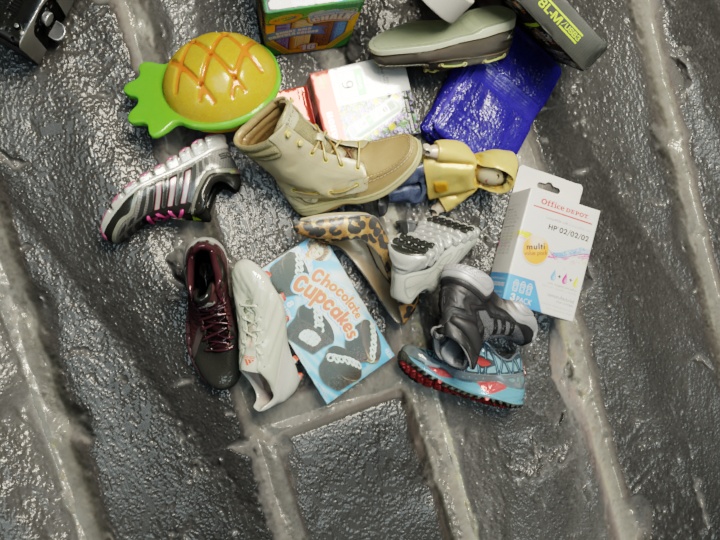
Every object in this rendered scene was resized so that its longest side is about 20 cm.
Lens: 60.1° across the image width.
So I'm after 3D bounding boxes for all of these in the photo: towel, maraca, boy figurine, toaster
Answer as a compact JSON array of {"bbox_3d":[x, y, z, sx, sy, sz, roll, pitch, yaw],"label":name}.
[{"bbox_3d":[0.188,-0.244,0.880,0.146,0.050,0.203,31,86,-9],"label":"towel"},{"bbox_3d":[-0.196,-0.230,0.779,0.196,0.108,0.140,-15,64,-5],"label":"maraca"},{"bbox_3d":[0.115,-0.121,0.842,0.195,0.126,0.065,-6,49,1],"label":"boy figurine"},{"bbox_3d":[-0.427,-0.370,0.727,0.197,0.119,0.184,28,86,-10],"label":"toaster"}]

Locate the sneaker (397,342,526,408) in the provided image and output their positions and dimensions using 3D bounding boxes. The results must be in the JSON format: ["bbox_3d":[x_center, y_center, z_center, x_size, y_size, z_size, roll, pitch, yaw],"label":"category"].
[{"bbox_3d":[0.143,0.128,0.879,0.196,0.079,0.098,19,74,-16],"label":"sneaker"}]

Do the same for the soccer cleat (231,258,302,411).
[{"bbox_3d":[-0.128,0.086,0.789,0.077,0.068,0.204,-36,122,-42],"label":"soccer cleat"}]

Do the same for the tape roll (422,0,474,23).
[{"bbox_3d":[0.062,-0.391,0.750,0.037,0.203,0.204,-36,100,27],"label":"tape roll"}]

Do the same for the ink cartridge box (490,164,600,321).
[{"bbox_3d":[0.264,-0.042,0.889,0.113,0.068,0.205,15,88,-11],"label":"ink cartridge box"}]

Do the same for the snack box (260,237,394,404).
[{"bbox_3d":[-0.052,0.062,0.849,0.115,0.037,0.202,-33,97,-9],"label":"snack box"}]

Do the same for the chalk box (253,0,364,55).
[{"bbox_3d":[-0.068,-0.359,0.753,0.121,0.200,0.128,-11,94,-10],"label":"chalk box"}]

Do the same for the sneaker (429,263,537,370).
[{"bbox_3d":[0.156,0.081,0.810,0.199,0.075,0.116,35,72,-38],"label":"sneaker"}]

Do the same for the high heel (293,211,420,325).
[{"bbox_3d":[0.000,0.000,0.820,0.196,0.071,0.146,3,87,-33],"label":"high heel"}]

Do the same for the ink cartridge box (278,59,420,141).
[{"bbox_3d":[-0.026,-0.213,0.840,0.196,0.050,0.111,-15,93,-11],"label":"ink cartridge box"}]

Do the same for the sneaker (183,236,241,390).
[{"bbox_3d":[-0.193,0.059,0.783,0.074,0.115,0.205,-11,93,-10],"label":"sneaker"}]

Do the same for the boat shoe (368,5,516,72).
[{"bbox_3d":[0.108,-0.290,0.813,0.197,0.073,0.061,-14,138,-6],"label":"boat shoe"}]

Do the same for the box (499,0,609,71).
[{"bbox_3d":[0.224,-0.349,0.812,0.193,0.201,0.047,44,111,-9],"label":"box"}]

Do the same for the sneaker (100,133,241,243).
[{"bbox_3d":[-0.233,-0.087,0.793,0.199,0.074,0.088,-38,91,-12],"label":"sneaker"}]

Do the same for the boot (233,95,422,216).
[{"bbox_3d":[-0.038,-0.150,0.756,0.196,0.155,0.074,-14,54,27],"label":"boot"}]

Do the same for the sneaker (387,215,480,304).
[{"bbox_3d":[0.096,-0.019,0.828,0.199,0.074,0.083,-26,129,-49],"label":"sneaker"}]
